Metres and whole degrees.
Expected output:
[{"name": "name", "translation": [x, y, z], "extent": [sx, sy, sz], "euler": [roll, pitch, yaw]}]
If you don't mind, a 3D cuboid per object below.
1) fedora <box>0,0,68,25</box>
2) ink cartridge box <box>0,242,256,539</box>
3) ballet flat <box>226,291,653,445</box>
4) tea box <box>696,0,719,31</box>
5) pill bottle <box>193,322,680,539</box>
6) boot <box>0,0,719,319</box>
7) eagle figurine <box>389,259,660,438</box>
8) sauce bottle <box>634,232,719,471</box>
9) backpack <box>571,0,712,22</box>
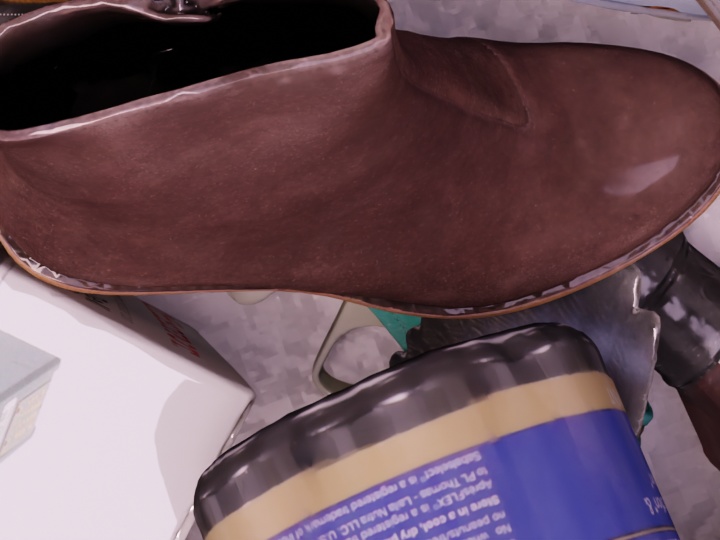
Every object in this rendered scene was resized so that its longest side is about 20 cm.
[{"name": "fedora", "translation": [-0.117, -0.099, 0.724], "extent": [0.200, 0.201, 0.082], "euler": [3, 84, -8]}, {"name": "ink cartridge box", "translation": [-0.140, 0.016, 0.787], "extent": [0.200, 0.146, 0.084], "euler": [28, 91, -11]}, {"name": "ballet flat", "translation": [0.000, 0.000, 0.845], "extent": [0.070, 0.067, 0.200], "euler": [-42, 100, 9]}, {"name": "tea box", "translation": [0.194, -0.098, 0.691], "extent": [0.134, 0.200, 0.197], "euler": [40, 91, 30]}, {"name": "pill bottle", "translation": [0.043, 0.124, 0.690], "extent": [0.112, 0.112, 0.200], "euler": [-22, 78, -4]}, {"name": "boot", "translation": [0.006, -0.033, 0.689], "extent": [0.200, 0.166, 0.073], "euler": [-9, 80, -4]}, {"name": "eagle figurine", "translation": [0.067, 0.109, 0.809], "extent": [0.151, 0.152, 0.200], "euler": [17, 77, 30]}, {"name": "sauce bottle", "translation": [0.151, 0.057, 0.874], "extent": [0.200, 0.066, 0.066], "euler": [36, 92, -11]}, {"name": "backpack", "translation": [0.054, -0.158, 0.739], "extent": [0.190, 0.154, 0.200], "euler": [4, 124, -32]}]
